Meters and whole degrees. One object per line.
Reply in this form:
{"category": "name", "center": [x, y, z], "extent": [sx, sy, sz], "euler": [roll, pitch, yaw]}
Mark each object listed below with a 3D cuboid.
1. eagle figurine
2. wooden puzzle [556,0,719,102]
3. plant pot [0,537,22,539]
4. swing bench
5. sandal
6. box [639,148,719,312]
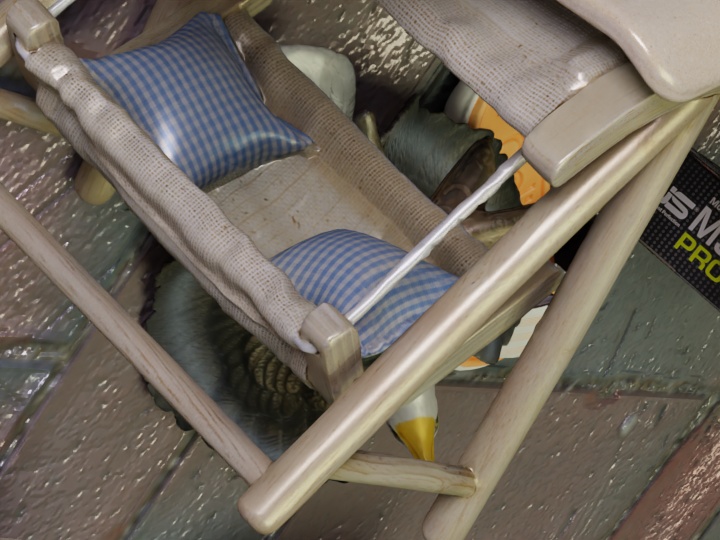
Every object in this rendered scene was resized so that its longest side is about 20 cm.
{"category": "eagle figurine", "center": [0.000, 0.008, 1.103], "extent": [0.200, 0.151, 0.151], "euler": [153, -50, -83]}
{"category": "wooden puzzle", "center": [0.078, -0.144, 0.909], "extent": [0.185, 0.200, 0.037], "euler": [-26, 148, -42]}
{"category": "plant pot", "center": [-0.140, 0.176, 1.081], "extent": [0.201, 0.200, 0.135], "euler": [98, 19, -49]}
{"category": "swing bench", "center": [-0.005, -0.053, 0.926], "extent": [0.200, 0.199, 0.130], "euler": [-53, 153, 12]}
{"category": "sandal", "center": [0.066, -0.010, 1.237], "extent": [0.079, 0.059, 0.207], "euler": [-35, 151, -21]}
{"category": "box", "center": [0.200, 0.013, 1.350], "extent": [0.044, 0.160, 0.200], "euler": [-52, 152, 8]}
